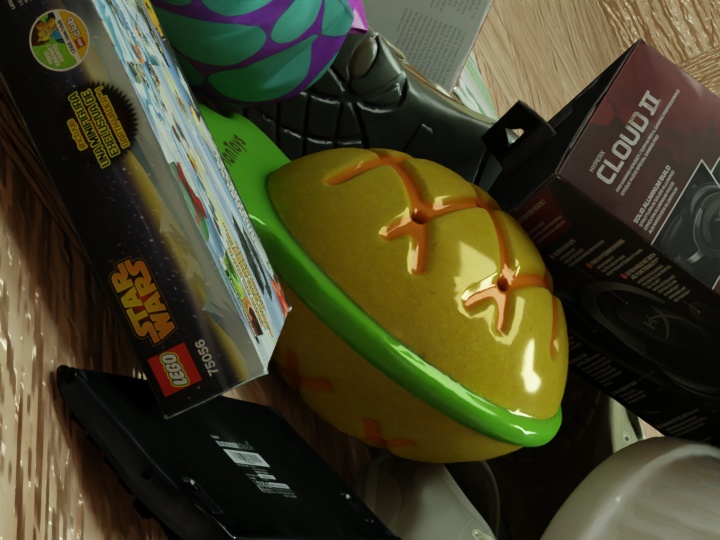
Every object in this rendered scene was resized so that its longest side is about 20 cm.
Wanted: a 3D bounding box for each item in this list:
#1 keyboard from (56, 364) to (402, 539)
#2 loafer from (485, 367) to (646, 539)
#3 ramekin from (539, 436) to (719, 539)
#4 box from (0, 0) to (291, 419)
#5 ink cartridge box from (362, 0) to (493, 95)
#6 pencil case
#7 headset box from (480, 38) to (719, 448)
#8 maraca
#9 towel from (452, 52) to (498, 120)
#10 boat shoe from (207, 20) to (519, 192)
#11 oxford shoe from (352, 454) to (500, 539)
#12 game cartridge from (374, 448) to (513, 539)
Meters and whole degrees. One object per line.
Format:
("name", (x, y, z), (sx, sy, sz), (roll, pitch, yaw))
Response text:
("keyboard", (-0.040, 0.084, 0.778), (0.104, 0.040, 0.200), (46, 8, 17))
("loafer", (0.093, 0.085, 1.079), (0.068, 0.075, 0.202), (37, 41, -69))
("ramekin", (0.148, 0.176, 0.968), (0.200, 0.105, 0.202), (-17, 113, -49))
("box", (-0.084, -0.060, 0.775), (0.137, 0.040, 0.201), (-72, 138, -82))
("ink cartridge box", (0.033, -0.186, 1.167), (0.083, 0.201, 0.176), (21, 24, -9))
("pencil case", (-0.041, -0.126, 0.874), (0.200, 0.092, 0.086), (99, -17, -77))
("headset box", (0.134, 0.000, 0.987), (0.199, 0.077, 0.149), (36, -22, -4))
("maraca", (0.000, 0.000, 0.925), (0.200, 0.107, 0.137), (38, 13, -7))
("towel", (0.052, -0.161, 1.636), (0.149, 0.031, 0.201), (54, 15, -54))
("boat shoe", (-0.008, -0.074, 1.056), (0.200, 0.076, 0.074), (35, 6, -35))
("oxford shoe", (0.030, 0.130, 0.907), (0.200, 0.057, 0.076), (-88, 154, -60))
("game cartridge", (0.030, 0.055, 1.103), (0.133, 0.040, 0.201), (55, 16, -55))
